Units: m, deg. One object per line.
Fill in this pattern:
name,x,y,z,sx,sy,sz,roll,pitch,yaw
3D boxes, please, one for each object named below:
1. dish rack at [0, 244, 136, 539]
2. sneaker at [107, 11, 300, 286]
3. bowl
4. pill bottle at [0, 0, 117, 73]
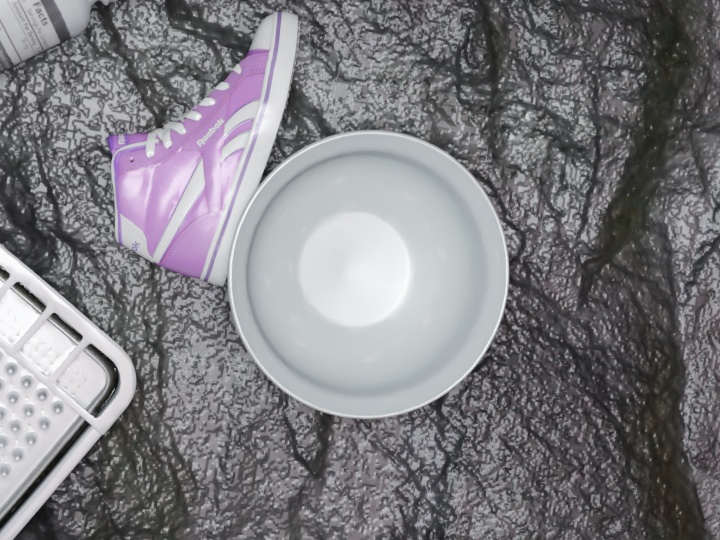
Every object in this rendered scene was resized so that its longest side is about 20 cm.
dish rack,-0.276,0.093,1.028,0.171,0.044,0.200,41,86,-11
sneaker,-0.116,-0.101,1.033,0.113,0.073,0.202,20,87,-5
bowl,0.000,0.000,1.049,0.199,0.090,0.204,-1,95,-10
pill bottle,-0.252,-0.191,0.978,0.199,0.113,0.114,-28,98,-8
